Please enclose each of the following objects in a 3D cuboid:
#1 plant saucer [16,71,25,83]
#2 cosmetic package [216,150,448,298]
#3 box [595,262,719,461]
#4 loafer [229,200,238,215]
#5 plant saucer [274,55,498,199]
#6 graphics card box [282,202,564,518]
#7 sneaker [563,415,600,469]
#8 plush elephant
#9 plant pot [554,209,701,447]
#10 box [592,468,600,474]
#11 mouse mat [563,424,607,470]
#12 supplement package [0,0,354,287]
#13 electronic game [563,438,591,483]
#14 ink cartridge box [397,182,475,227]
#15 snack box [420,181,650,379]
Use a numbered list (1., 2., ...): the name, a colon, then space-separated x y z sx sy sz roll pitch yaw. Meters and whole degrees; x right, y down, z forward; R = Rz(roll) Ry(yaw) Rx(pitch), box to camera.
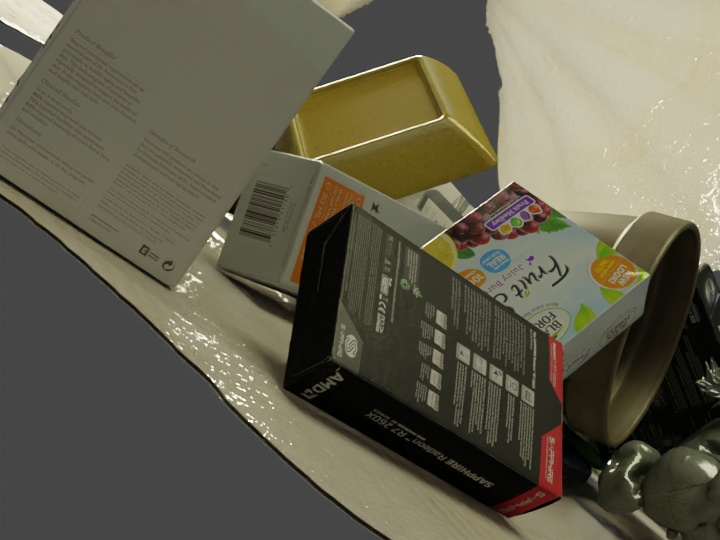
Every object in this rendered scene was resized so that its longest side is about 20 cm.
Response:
1. plant saucer: -0.161 -0.144 1.233 0.200 0.048 0.200 18 -29 -31
2. cosmetic package: -0.015 -0.018 1.187 0.071 0.102 0.200 16 -4 37
3. box: 0.282 0.109 1.371 0.044 0.160 0.200 -31 99 -52
4. loafer: -0.086 -0.064 1.427 0.200 0.073 0.071 24 39 21
5. plant saucer: 0.008 -0.132 1.367 0.200 0.200 0.049 -106 178 -56
6. graphics card box: 0.046 0.060 0.938 0.200 0.051 0.126 33 46 -30
7. sneaker: 0.204 0.110 1.448 0.200 0.085 0.074 53 -18 -14
8. plush elephant: 0.298 0.193 1.242 0.165 0.155 0.200 -10 -78 46
9. plant pot: 0.172 0.027 1.255 0.173 0.200 0.200 21 -1 23
10. box: 0.284 0.163 1.622 0.144 0.036 0.200 -3 17 -17
11. mouse mat: 0.170 0.135 1.339 0.161 0.008 0.200 39 -4 26
12. supplement package: -0.130 -0.124 0.969 0.152 0.200 0.151 35 5 -15
13. electronic game: 0.115 0.118 1.270 0.200 0.042 0.200 35 5 -3
14. ink cartridge box: 0.041 -0.039 1.483 0.200 0.085 0.146 49 -30 -13
15. snack box: 0.097 0.033 1.100 0.142 0.200 0.053 38 -30 29
